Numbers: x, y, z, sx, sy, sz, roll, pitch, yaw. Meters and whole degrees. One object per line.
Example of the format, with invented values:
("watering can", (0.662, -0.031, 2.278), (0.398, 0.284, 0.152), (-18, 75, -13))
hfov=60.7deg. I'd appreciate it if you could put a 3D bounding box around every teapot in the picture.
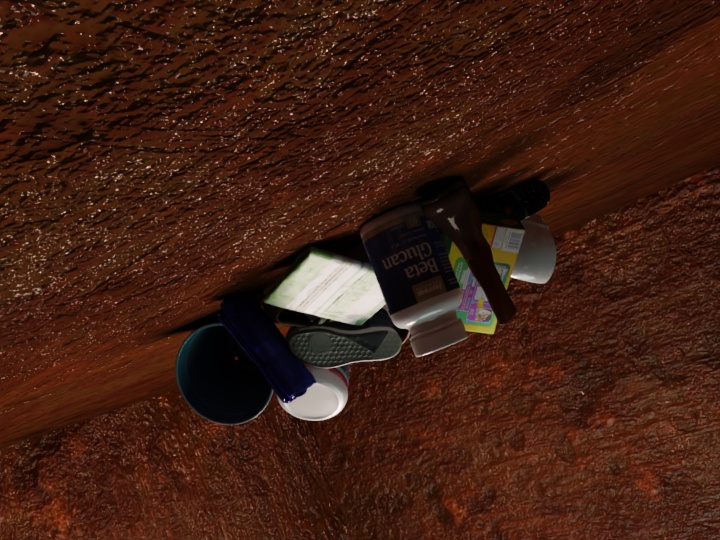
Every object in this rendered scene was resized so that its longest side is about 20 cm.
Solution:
("teapot", (0.313, -0.067, 1.249), (0.194, 0.149, 0.200), (12, -171, -13))

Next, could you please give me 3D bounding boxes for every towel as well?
("towel", (-0.161, 0.134, 1.055), (0.049, 0.201, 0.148), (-38, 171, 3))
("towel", (-0.036, 0.024, 0.971), (0.198, 0.031, 0.149), (18, 135, -36))

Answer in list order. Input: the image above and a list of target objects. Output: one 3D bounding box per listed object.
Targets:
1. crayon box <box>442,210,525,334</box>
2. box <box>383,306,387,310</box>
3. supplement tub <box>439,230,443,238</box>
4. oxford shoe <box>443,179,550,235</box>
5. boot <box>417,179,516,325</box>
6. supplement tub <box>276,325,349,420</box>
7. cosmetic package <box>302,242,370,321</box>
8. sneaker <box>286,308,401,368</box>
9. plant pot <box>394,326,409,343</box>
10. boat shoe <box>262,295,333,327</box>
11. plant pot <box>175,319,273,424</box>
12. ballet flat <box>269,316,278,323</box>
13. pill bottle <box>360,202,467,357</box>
("crayon box", (0.189, 0.003, 1.038), (0.116, 0.203, 0.059), (8, -155, -8))
("box", (0.095, 0.034, 1.400), (0.096, 0.127, 0.199), (-24, 172, 31))
("supplement tub", (0.165, -0.009, 1.198), (0.130, 0.134, 0.200), (-18, 176, -22))
("oxford shoe", (0.235, -0.091, 1.089), (0.197, 0.074, 0.084), (-20, 175, -7))
("boot", (0.153, -0.017, 0.857), (0.067, 0.203, 0.188), (-22, 173, 14))
("supplement tub", (-0.089, 0.180, 1.230), (0.139, 0.141, 0.202), (-24, -145, 22))
("cosmetic package", (-0.022, 0.014, 1.039), (0.197, 0.051, 0.083), (-24, 135, 19))
("sneaker", (-0.033, 0.110, 1.122), (0.198, 0.078, 0.147), (0, -159, -5))
("plant pot", (0.132, 0.163, 2.297), (0.198, 0.203, 0.198), (-25, 180, 29))
("boat shoe", (-0.086, 0.079, 1.161), (0.197, 0.066, 0.075), (2, 118, -30))
("plant pot", (-0.244, 0.176, 1.249), (0.197, 0.203, 0.188), (-22, -172, 13))
("ballet flat", (-0.098, 0.055, 1.231), (0.197, 0.069, 0.067), (-19, -176, -13))
("pill bottle", (0.082, 0.015, 0.887), (0.109, 0.203, 0.111), (-21, 173, -3))
